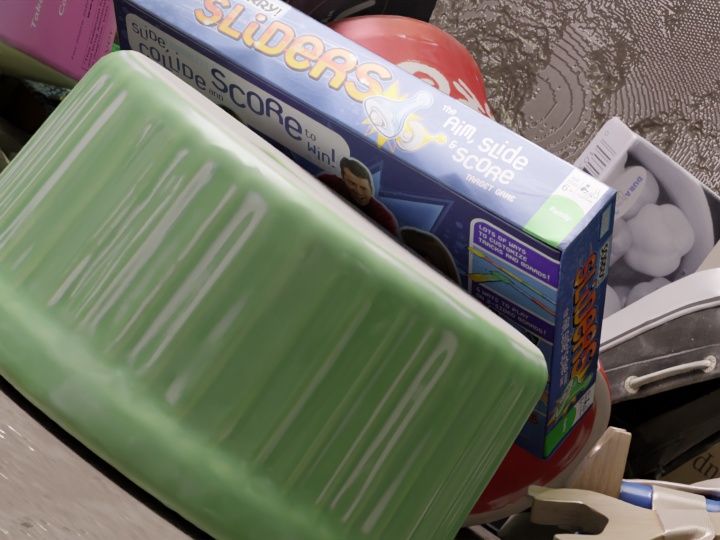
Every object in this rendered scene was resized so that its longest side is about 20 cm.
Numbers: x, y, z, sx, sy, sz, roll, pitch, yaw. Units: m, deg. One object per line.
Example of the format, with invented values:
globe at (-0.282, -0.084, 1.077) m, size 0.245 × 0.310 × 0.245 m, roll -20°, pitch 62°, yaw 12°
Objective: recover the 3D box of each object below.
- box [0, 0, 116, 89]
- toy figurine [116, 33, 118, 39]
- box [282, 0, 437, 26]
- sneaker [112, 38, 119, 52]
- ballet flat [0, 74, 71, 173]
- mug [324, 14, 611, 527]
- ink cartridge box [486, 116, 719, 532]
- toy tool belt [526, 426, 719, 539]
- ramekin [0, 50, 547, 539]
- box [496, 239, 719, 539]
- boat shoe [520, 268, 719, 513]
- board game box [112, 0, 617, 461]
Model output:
box at (-0.193, -0.142, 0.914) m, size 0.176 × 0.097 × 0.200 m, roll 13°, pitch -2°, yaw 12°
toy figurine at (-0.113, -0.180, 1.287) m, size 0.150 × 0.184 × 0.200 m, roll 23°, pitch -24°, yaw 44°
box at (-0.058, -0.182, 1.157) m, size 0.200 × 0.106 × 0.122 m, roll 53°, pitch -30°, yaw 21°
sneaker at (-0.161, -0.076, 1.164) m, size 0.200 × 0.085 × 0.078 m, roll 35°, pitch -42°, yaw 12°
ballet flat at (-0.149, -0.056, 1.014) m, size 0.074 × 0.074 × 0.200 m, roll 34°, pitch 0°, yaw -37°
mug at (0.002, 0.008, 1.063) m, size 0.134 × 0.177 × 0.200 m, roll 90°, pitch -18°, yaw -45°
ink cartridge box at (0.139, 0.059, 1.216) m, size 0.200 × 0.198 × 0.043 m, roll 34°, pitch 10°, yaw -22°
toy tool belt at (0.104, 0.120, 0.892) m, size 0.123 × 0.125 × 0.200 m, roll 5°, pitch -4°, yaw 6°
ramekin at (-0.035, 0.017, 0.804) m, size 0.200 × 0.098 × 0.200 m, roll 36°, pitch 3°, yaw -2°
box at (0.165, 0.080, 1.148) m, size 0.095 × 0.200 × 0.078 m, roll 34°, pitch 3°, yaw -24°
boat shoe at (0.101, 0.069, 1.083) m, size 0.071 × 0.200 × 0.064 m, roll 33°, pitch 42°, yaw -26°
board game box at (-0.001, -0.025, 0.919) m, size 0.200 × 0.034 × 0.135 m, roll 32°, pitch -29°, yaw 21°
